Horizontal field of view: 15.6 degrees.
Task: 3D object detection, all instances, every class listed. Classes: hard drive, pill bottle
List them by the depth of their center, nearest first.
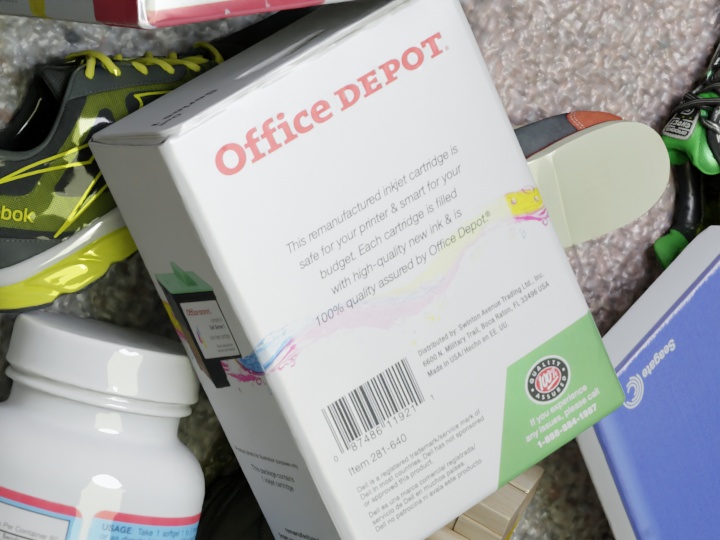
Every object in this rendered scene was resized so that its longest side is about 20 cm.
[{"bbox_3d":[-0.127,0.124,1.116,0.108,0.109,0.201,12,94,-28],"label":"pill bottle"},{"bbox_3d":[0.168,0.099,1.248,0.132,0.025,0.201,-44,124,-34],"label":"hard drive"}]

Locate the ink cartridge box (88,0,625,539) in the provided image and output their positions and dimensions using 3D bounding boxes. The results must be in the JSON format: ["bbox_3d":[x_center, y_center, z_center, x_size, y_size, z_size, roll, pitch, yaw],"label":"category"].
[{"bbox_3d":[0.000,0.000,1.082,0.145,0.084,0.201,-31,108,-23],"label":"ink cartridge box"}]

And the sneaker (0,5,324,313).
[{"bbox_3d":[-0.092,-0.065,1.119,0.200,0.074,0.085,-38,113,-16],"label":"sneaker"}]

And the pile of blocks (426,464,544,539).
[{"bbox_3d":[0.012,0.166,1.233,0.062,0.082,0.200,28,74,11],"label":"pile of blocks"}]

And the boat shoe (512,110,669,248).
[{"bbox_3d":[0.044,-0.029,1.202,0.199,0.063,0.071,-19,109,-23],"label":"boat shoe"}]

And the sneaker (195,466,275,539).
[{"bbox_3d":[-0.016,0.105,1.181,0.076,0.091,0.201,25,89,-30],"label":"sneaker"}]

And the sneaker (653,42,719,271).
[{"bbox_3d":[0.192,-0.081,1.261,0.085,0.078,0.201,4,98,-27],"label":"sneaker"}]

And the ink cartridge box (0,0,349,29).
[{"bbox_3d":[-0.063,-0.148,1.049,0.145,0.200,0.084,-12,102,-25],"label":"ink cartridge box"}]
